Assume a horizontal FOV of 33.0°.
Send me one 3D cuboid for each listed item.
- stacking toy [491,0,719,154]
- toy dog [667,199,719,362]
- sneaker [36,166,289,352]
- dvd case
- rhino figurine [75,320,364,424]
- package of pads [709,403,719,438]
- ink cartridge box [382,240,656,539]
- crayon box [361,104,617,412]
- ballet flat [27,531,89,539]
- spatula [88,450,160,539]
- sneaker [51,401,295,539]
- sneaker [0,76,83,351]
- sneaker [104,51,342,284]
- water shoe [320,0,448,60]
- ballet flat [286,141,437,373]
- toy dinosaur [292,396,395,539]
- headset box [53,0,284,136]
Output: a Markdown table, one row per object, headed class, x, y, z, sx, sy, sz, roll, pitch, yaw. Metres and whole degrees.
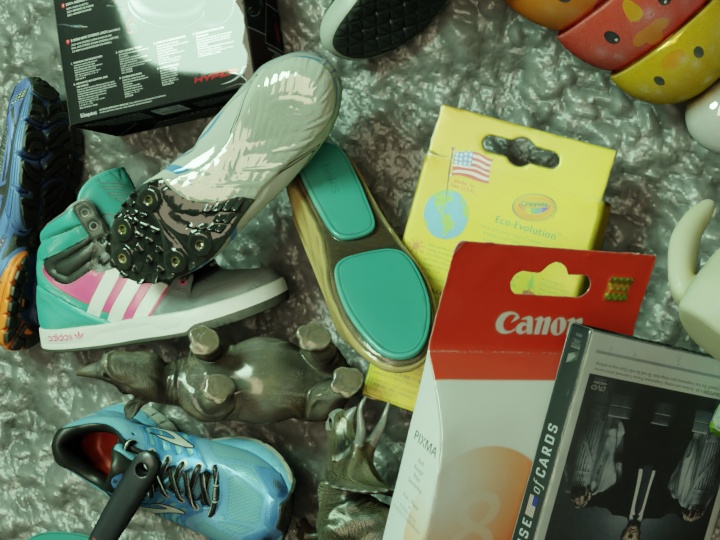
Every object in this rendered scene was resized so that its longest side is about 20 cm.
| class | x | y | z | sx | sy | sz | roll | pitch | yaw |
| --- | --- | --- | --- | --- | --- | --- | --- | --- | --- |
| stacking toy | 0.188 | -0.157 | 0.757 | 0.146 | 0.146 | 0.200 | -41 | 96 | 13 |
| toy dog | 0.284 | 0.006 | 0.649 | 0.199 | 0.140 | 0.195 | -37 | 45 | 1 |
| sneaker | -0.151 | -0.015 | 0.871 | 0.196 | 0.084 | 0.123 | -9 | 97 | 18 |
| dvd case | 0.163 | 0.143 | 0.751 | 0.025 | 0.148 | 0.204 | 21 | 97 | 59 |
| rhino figurine | -0.096 | 0.074 | 0.830 | 0.196 | 0.088 | 0.061 | 0 | 72 | -1 |
| package of pads | 0.330 | 0.079 | 0.714 | 0.198 | 0.068 | 0.156 | 31 | 85 | 14 |
| ink cartridge box | 0.109 | 0.089 | 0.738 | 0.050 | 0.160 | 0.203 | 40 | 121 | 54 |
| crayon box | 0.089 | 0.005 | 0.810 | 0.125 | 0.051 | 0.203 | 18 | 96 | 16 |
| ballet flat | -0.163 | 0.244 | 0.883 | 0.197 | 0.068 | 0.065 | 8 | 123 | 19 |
| spatula | -0.181 | 0.197 | 0.826 | 0.056 | 0.021 | 0.201 | 37 | 118 | 10 |
| sneaker | -0.134 | 0.148 | 0.841 | 0.197 | 0.090 | 0.080 | 11 | 93 | 30 |
| sneaker | -0.266 | -0.046 | 0.909 | 0.077 | 0.075 | 0.204 | 13 | 92 | 20 |
| sneaker | -0.087 | -0.064 | 0.809 | 0.200 | 0.072 | 0.072 | -42 | 89 | 10 |
| water shoe | 0.038 | -0.234 | 0.829 | 0.200 | 0.071 | 0.079 | -48 | 50 | 13 |
| ballet flat | 0.000 | 0.000 | 0.799 | 0.067 | 0.064 | 0.202 | -8 | 50 | -16 |
| toy dinosaur | 0.012 | 0.194 | 0.795 | 0.101 | 0.077 | 0.202 | -28 | 98 | 28 |
| headset box | -0.141 | -0.211 | 0.868 | 0.146 | 0.075 | 0.204 | -10 | 87 | 16 |
